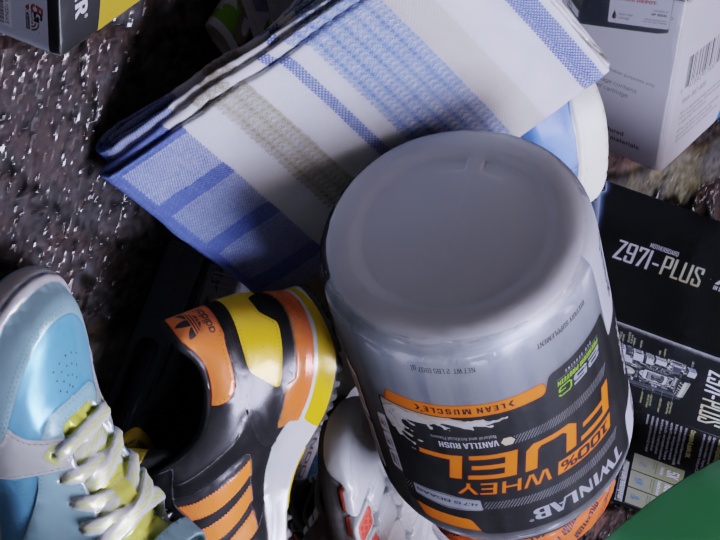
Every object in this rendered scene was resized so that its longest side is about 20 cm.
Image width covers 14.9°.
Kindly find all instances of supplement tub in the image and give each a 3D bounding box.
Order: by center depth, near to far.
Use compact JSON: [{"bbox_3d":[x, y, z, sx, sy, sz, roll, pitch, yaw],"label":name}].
[{"bbox_3d":[0.058,0.040,1.242,0.123,0.122,0.200,-55,150,-25],"label":"supplement tub"}]

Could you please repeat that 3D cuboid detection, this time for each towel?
[{"bbox_3d":[-0.001,-0.072,1.198,0.200,0.024,0.147,-35,140,14],"label":"towel"}]

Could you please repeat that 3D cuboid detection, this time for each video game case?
[{"bbox_3d":[-0.072,0.084,1.343,0.200,0.025,0.181,17,96,-66],"label":"video game case"}]

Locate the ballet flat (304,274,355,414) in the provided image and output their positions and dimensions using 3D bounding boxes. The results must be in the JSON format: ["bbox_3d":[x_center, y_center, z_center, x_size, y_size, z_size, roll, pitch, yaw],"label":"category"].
[{"bbox_3d":[0.000,0.000,1.316,0.069,0.063,0.200,16,91,-70],"label":"ballet flat"}]

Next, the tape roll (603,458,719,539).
[{"bbox_3d":[0.176,0.184,1.544,0.200,0.048,0.201,-32,155,-17],"label":"tape roll"}]

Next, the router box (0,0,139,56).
[{"bbox_3d":[-0.087,-0.204,1.034,0.157,0.052,0.200,-43,146,-43],"label":"router box"}]

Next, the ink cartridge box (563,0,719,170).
[{"bbox_3d":[0.181,-0.182,1.564,0.145,0.084,0.200,-39,145,-47],"label":"ink cartridge box"}]

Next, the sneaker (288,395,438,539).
[{"bbox_3d":[-0.009,0.128,1.376,0.077,0.082,0.200,-60,154,-31],"label":"sneaker"}]

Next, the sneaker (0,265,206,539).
[{"bbox_3d":[-0.102,0.096,1.164,0.080,0.130,0.200,-42,145,-40],"label":"sneaker"}]

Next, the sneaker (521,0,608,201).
[{"bbox_3d":[0.042,-0.099,1.265,0.111,0.077,0.200,-25,127,-10],"label":"sneaker"}]

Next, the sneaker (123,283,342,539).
[{"bbox_3d":[-0.077,0.095,1.257,0.090,0.070,0.200,-3,124,-32],"label":"sneaker"}]

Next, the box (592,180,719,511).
[{"bbox_3d":[0.147,0.045,1.544,0.200,0.164,0.086,90,23,-58],"label":"box"}]

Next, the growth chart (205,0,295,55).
[{"bbox_3d":[-0.027,-0.128,1.265,0.145,0.018,0.200,-51,151,-31],"label":"growth chart"}]

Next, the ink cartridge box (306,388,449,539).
[{"bbox_3d":[0.037,0.148,1.512,0.067,0.116,0.200,-55,153,-29],"label":"ink cartridge box"}]
